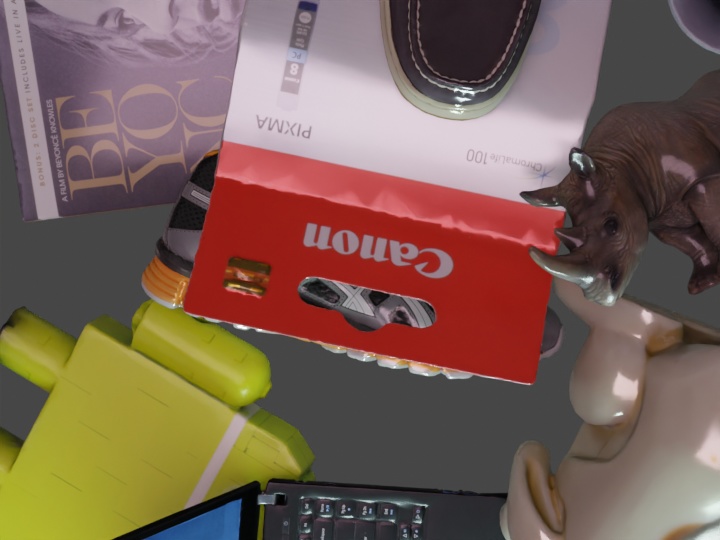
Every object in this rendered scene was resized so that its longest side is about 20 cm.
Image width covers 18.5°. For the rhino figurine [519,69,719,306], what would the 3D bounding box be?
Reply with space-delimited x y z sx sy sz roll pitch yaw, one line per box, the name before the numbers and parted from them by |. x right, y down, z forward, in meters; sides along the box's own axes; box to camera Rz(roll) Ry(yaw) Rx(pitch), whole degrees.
rhino figurine | 0.140 -0.036 0.954 0.060 0.200 0.088 -34 81 53

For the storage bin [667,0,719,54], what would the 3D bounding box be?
storage bin | 0.215 -0.188 0.929 0.145 0.134 0.201 9 101 10

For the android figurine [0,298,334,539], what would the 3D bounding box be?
android figurine | -0.106 0.107 1.087 0.200 0.041 0.182 33 103 7

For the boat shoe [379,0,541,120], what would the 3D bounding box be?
boat shoe | 0.054 -0.164 0.958 0.072 0.065 0.201 15 69 -1

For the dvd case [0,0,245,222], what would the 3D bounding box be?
dvd case | -0.079 -0.108 1.061 0.199 0.016 0.149 -6 98 12

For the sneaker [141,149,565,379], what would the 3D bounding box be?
sneaker | 0.000 0.000 1.028 0.199 0.078 0.078 14 93 2

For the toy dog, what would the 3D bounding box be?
toy dog | 0.137 0.126 0.959 0.139 0.194 0.201 18 96 -30

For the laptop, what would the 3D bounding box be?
laptop | -0.024 0.197 1.024 0.199 0.103 0.178 4 106 -2

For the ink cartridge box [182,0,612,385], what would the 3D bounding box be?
ink cartridge box | 0.019 -0.062 0.970 0.159 0.047 0.201 12 64 1
